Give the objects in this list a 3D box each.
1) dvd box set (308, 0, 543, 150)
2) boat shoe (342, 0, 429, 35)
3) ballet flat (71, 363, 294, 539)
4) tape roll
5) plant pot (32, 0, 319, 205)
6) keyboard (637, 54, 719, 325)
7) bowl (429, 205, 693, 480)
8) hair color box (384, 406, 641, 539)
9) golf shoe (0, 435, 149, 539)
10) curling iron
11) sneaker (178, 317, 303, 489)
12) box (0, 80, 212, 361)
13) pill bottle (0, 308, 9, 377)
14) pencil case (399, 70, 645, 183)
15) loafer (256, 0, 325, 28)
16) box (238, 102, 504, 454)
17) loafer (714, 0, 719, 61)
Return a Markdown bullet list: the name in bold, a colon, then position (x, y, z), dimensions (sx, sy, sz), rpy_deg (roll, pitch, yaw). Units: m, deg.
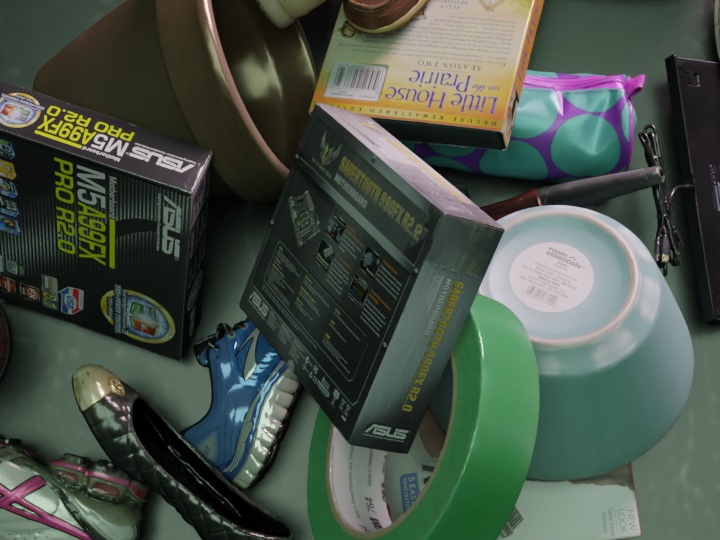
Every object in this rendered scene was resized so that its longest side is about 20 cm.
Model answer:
- **dvd box set**: position (0.057, -0.185, 1.180), dimensions (0.145, 0.029, 0.202), rpy_deg (7, 65, 19)
- **boat shoe**: position (0.037, -0.261, 1.169), dimensions (0.072, 0.068, 0.201), rpy_deg (19, 69, 24)
- **ballet flat**: position (-0.126, 0.136, 1.171), dimensions (0.200, 0.067, 0.057), rpy_deg (45, 116, -5)
- **tape roll**: position (0.036, 0.107, 1.065), dimensions (0.048, 0.200, 0.202), rpy_deg (20, 82, -29)
- **plant pot**: position (-0.140, -0.128, 1.198), dimensions (0.173, 0.200, 0.202), rpy_deg (-17, 81, 19)
- **keyboard**: position (0.247, -0.060, 1.207), dimensions (0.126, 0.021, 0.202), rpy_deg (1, 78, -41)
- **bowl**: position (0.137, 0.034, 1.148), dimensions (0.199, 0.105, 0.202), rpy_deg (-3, 55, 4)
- **hair color box**: position (0.096, 0.151, 1.195), dimensions (0.198, 0.064, 0.112), rpy_deg (-7, 81, 1)
- **golf shoe**: position (-0.258, 0.168, 1.199), dimensions (0.198, 0.073, 0.093), rpy_deg (14, 84, 5)
- **curling iron**: position (0.125, -0.052, 1.198), dimensions (0.198, 0.050, 0.026), rpy_deg (-6, 64, 27)
- **sneaker**: position (-0.076, 0.054, 1.210), dimensions (0.089, 0.079, 0.201), rpy_deg (24, 84, 3)
- **box**: position (-0.190, -0.031, 1.170), dimensions (0.159, 0.201, 0.044), rpy_deg (19, 53, 5)
- **pill bottle**: position (-0.325, 0.044, 1.162), dimensions (0.108, 0.200, 0.110), rpy_deg (0, 82, 3)
- **pencil case**: position (0.105, -0.117, 1.218), dimensions (0.198, 0.085, 0.093), rpy_deg (9, 126, 4)
- **loafer**: position (-0.034, -0.265, 1.225), dimensions (0.068, 0.076, 0.201), rpy_deg (-10, 54, 20)
- **box**: position (0.000, 0.000, 1.066), dimensions (0.048, 0.200, 0.160), rpy_deg (13, 107, -32)
- **loafer**: position (0.321, -0.140, 1.233), dimensions (0.072, 0.063, 0.202), rpy_deg (-23, 76, 33)
